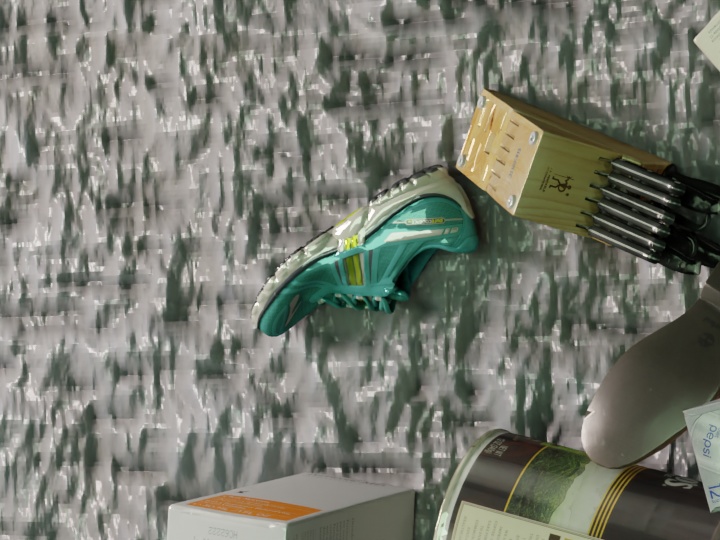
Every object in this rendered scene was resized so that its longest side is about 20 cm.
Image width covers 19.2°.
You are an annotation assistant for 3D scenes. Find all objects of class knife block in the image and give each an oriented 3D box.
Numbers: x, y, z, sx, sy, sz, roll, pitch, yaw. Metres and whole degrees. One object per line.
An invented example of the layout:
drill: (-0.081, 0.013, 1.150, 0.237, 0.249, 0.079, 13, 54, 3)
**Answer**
knife block: (0.179, -0.058, 1.517, 0.200, 0.175, 0.064, -132, 60, -67)

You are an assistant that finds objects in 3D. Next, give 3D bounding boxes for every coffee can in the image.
coffee can: (0.168, 0.203, 1.475, 0.199, 0.146, 0.147, 13, 98, 27)

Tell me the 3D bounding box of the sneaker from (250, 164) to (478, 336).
sneaker: (0.000, 0.000, 1.600, 0.200, 0.077, 0.080, -33, 86, 25)

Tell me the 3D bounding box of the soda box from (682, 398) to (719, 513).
soda box: (0.275, 0.106, 1.385, 0.063, 0.200, 0.069, -17, 84, 26)

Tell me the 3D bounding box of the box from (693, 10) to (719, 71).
box: (0.322, -0.110, 1.427, 0.082, 0.068, 0.200, -44, 73, 22)

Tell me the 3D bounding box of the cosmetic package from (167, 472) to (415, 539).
cosmetic package: (-0.048, 0.199, 1.558, 0.101, 0.200, 0.072, 5, 94, 27)

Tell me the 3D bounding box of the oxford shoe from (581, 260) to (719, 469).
oxford shoe: (0.234, 0.064, 1.456, 0.200, 0.071, 0.071, -45, 59, 1)
